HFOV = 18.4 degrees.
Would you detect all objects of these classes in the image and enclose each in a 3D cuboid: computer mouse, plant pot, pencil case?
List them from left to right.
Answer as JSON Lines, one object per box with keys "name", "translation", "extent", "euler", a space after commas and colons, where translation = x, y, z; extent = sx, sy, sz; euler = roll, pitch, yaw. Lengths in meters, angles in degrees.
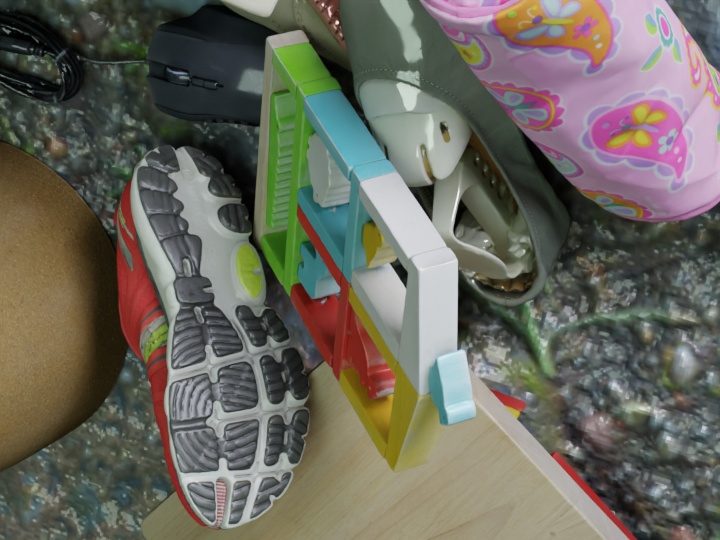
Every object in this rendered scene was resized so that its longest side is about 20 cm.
{"name": "plant pot", "translation": [-0.243, 0.045, 1.133], "extent": [0.186, 0.200, 0.187], "euler": [6, 111, 17]}
{"name": "computer mouse", "translation": [-0.116, -0.104, 1.122], "extent": [0.200, 0.034, 0.059], "euler": [5, 113, 18]}
{"name": "pencil case", "translation": [0.098, -0.096, 0.963], "extent": [0.087, 0.088, 0.200], "euler": [-18, 147, 24]}

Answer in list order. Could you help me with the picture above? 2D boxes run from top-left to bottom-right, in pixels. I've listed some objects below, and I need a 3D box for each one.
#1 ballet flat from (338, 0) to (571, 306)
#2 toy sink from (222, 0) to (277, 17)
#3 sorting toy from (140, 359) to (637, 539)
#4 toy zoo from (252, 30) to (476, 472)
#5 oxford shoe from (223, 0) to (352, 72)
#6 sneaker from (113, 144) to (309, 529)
{"name": "ballet flat", "translation": [0.042, -0.052, 1.018], "extent": [0.067, 0.064, 0.200], "euler": [4, 148, 33]}
{"name": "toy sink", "translation": [-0.102, -0.216, 0.929], "extent": [0.200, 0.112, 0.130], "euler": [21, 114, -14]}
{"name": "sorting toy", "translation": [0.026, 0.136, 1.147], "extent": [0.199, 0.070, 0.200], "euler": [47, 118, -3]}
{"name": "toy zoo", "translation": [0.000, 0.000, 1.018], "extent": [0.131, 0.020, 0.200], "euler": [96, 151, -44]}
{"name": "oxford shoe", "translation": [-0.019, -0.139, 1.067], "extent": [0.200, 0.071, 0.074], "euler": [40, 155, -7]}
{"name": "sneaker", "translation": [-0.081, 0.038, 1.113], "extent": [0.085, 0.077, 0.200], "euler": [-43, 52, 54]}
